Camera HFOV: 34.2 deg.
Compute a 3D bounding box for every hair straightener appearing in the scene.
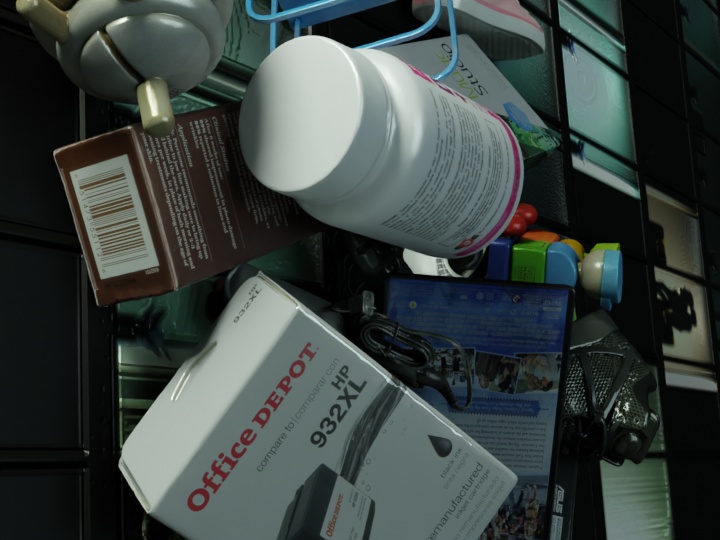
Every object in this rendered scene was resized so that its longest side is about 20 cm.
[{"bbox_3d":[-0.004,0.046,0.789,0.198,0.077,0.041,27,61,-14],"label":"hair straightener"}]

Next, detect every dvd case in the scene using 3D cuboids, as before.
[{"bbox_3d":[0.080,0.106,0.863,0.018,0.140,0.204,-134,-132,-79],"label":"dvd case"}]

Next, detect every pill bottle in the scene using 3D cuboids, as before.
[{"bbox_3d":[0.018,-0.078,0.773,0.199,0.112,0.115,14,69,-55],"label":"pill bottle"}]

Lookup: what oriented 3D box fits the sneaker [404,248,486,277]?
[{"bbox_3d":[0.079,-0.045,1.020,0.076,0.080,0.202,46,44,-38],"label":"sneaker"}]

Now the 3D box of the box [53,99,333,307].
[{"bbox_3d":[-0.096,-0.054,0.761,0.199,0.074,0.102,-24,101,-55],"label":"box"}]

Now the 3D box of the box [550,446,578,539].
[{"bbox_3d":[0.151,0.187,1.022,0.159,0.049,0.202,97,5,-58],"label":"box"}]

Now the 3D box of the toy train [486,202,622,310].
[{"bbox_3d":[0.175,-0.012,1.024,0.200,0.114,0.086,-32,127,-71],"label":"toy train"}]

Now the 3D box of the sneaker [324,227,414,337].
[{"bbox_3d":[0.000,0.000,0.892,0.075,0.079,0.202,-35,105,-48],"label":"sneaker"}]

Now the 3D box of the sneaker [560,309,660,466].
[{"bbox_3d":[0.160,0.117,0.921,0.198,0.077,0.114,-26,60,-32],"label":"sneaker"}]

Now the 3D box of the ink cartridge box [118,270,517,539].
[{"bbox_3d":[-0.024,0.122,0.717,0.199,0.084,0.146,39,85,-27],"label":"ink cartridge box"}]

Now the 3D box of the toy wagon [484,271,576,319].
[{"bbox_3d":[0.182,0.044,1.190,0.199,0.039,0.158,8,75,-56],"label":"toy wagon"}]

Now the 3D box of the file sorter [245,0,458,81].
[{"bbox_3d":[-0.020,-0.223,0.803,0.201,0.137,0.124,60,22,-49],"label":"file sorter"}]

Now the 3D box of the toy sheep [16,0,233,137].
[{"bbox_3d":[-0.135,-0.165,0.673,0.137,0.137,0.203,23,50,-52],"label":"toy sheep"}]

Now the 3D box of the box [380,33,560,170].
[{"bbox_3d":[0.088,-0.142,1.043,0.145,0.036,0.199,50,34,9],"label":"box"}]

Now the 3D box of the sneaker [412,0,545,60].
[{"bbox_3d":[0.122,-0.278,1.151,0.199,0.075,0.107,13,76,-51],"label":"sneaker"}]
